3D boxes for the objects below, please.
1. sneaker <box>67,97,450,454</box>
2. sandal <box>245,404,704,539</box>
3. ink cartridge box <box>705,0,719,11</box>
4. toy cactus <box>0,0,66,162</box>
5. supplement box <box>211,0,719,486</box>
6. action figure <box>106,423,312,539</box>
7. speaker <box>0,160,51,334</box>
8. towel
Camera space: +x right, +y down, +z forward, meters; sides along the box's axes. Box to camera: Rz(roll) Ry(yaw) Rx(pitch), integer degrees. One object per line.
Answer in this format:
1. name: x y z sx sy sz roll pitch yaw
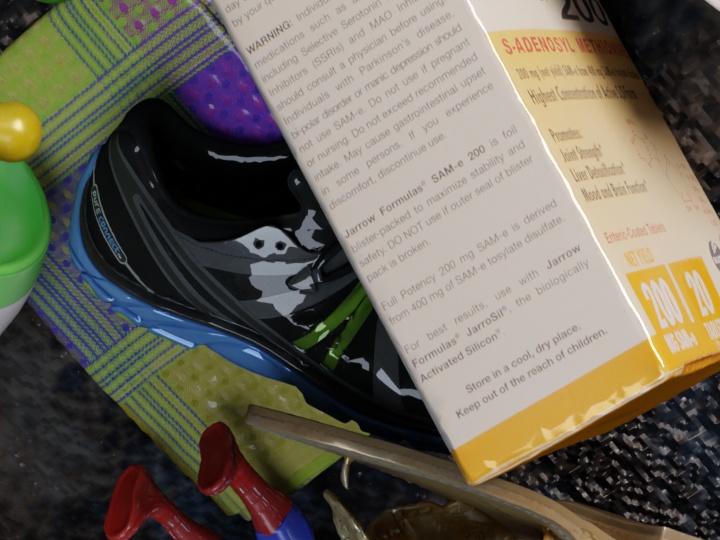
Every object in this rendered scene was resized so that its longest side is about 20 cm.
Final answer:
1. sneaker: 0.000 0.000 0.841 0.199 0.071 0.083 20 126 3
2. sandal: 0.042 0.105 0.856 0.211 0.077 0.070 20 84 -40
3. ink cartridge box: 0.130 -0.186 0.704 0.146 0.083 0.200 42 123 24
4. toy cactus: -0.188 -0.087 0.764 0.199 0.102 0.166 -14 120 13
5. supplement box: 0.036 -0.047 0.761 0.073 0.126 0.201 -31 82 22
6. action figure: -0.014 0.159 0.922 0.065 0.099 0.200 -27 124 23
7. speaker: -0.188 0.031 0.900 0.088 0.089 0.200 37 126 -9
8. towel: -0.053 -0.010 0.900 0.143 0.023 0.200 -36 106 26
